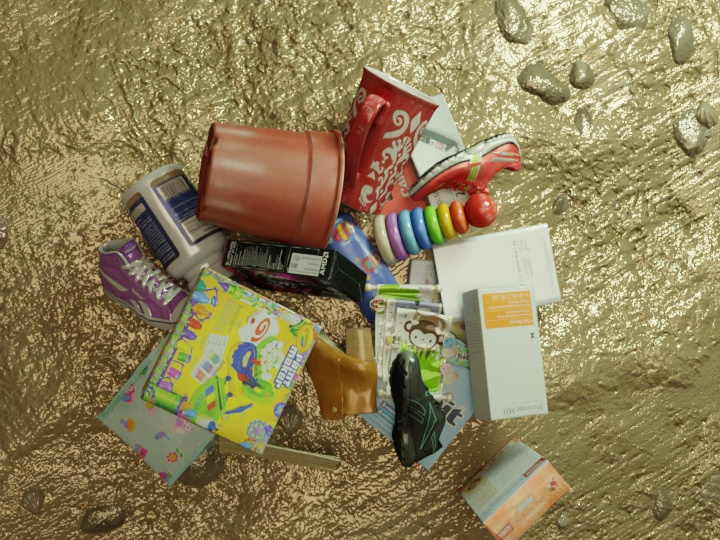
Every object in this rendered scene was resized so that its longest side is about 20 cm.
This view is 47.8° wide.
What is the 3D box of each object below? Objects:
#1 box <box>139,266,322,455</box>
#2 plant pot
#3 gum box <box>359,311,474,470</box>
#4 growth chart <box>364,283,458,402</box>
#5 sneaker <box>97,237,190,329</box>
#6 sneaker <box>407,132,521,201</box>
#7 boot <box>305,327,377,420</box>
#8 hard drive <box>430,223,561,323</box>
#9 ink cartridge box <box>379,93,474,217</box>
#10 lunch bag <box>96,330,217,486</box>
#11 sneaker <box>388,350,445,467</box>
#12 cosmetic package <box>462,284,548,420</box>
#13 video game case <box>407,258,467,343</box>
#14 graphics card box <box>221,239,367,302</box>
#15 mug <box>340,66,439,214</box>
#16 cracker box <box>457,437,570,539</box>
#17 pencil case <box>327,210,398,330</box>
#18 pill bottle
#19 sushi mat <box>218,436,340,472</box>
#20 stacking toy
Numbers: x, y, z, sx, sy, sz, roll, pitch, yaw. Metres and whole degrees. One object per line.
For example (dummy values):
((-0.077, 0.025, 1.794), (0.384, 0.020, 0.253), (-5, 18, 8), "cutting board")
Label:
((-0.189, 0.128, 1.188), (0.191, 0.122, 0.202), (28, 83, -11), "box")
((-0.145, -0.134, 1.247), (0.192, 0.200, 0.204), (9, 87, -17), "plant pot")
((0.106, 0.194, 1.333), (0.169, 0.045, 0.201), (38, 94, -5), "gum box")
((0.084, 0.115, 1.292), (0.142, 0.018, 0.204), (-5, 98, -1), "growth chart")
((-0.332, 0.015, 1.259), (0.198, 0.116, 0.073), (20, 42, 20), "sneaker")
((0.173, -0.152, 1.311), (0.198, 0.077, 0.086), (-26, 95, -5), "sneaker")
((-0.066, 0.164, 1.300), (0.198, 0.071, 0.147), (-1, 90, 24), "boot")
((0.224, 0.005, 1.350), (0.197, 0.027, 0.134), (-10, 89, -4), "hard drive")
((0.094, -0.170, 1.363), (0.171, 0.044, 0.203), (-22, 90, -6), "ink cartridge box")
((-0.284, 0.202, 1.287), (0.170, 0.122, 0.200), (42, 92, 0), "lunch bag")
((0.089, 0.210, 1.271), (0.078, 0.076, 0.203), (-9, 118, -12), "sneaker")
((0.227, 0.129, 1.282), (0.100, 0.071, 0.204), (-4, 84, -14), "cosmetic package")
((0.172, 0.082, 1.368), (0.196, 0.023, 0.185), (6, 88, -4), "video game case")
((-0.102, 0.000, 1.261), (0.197, 0.125, 0.052), (5, 74, 25), "graphics card box")
((0.010, -0.205, 1.282), (0.133, 0.176, 0.202), (40, 112, 38), "mug")
((0.235, 0.344, 1.274), (0.134, 0.200, 0.058), (-42, 91, -4), "cracker box")
((0.000, 0.000, 1.333), (0.078, 0.087, 0.201), (-35, 92, -30), "pencil case")
((-0.283, -0.059, 1.300), (0.110, 0.111, 0.201), (-34, 90, -4), "pill bottle")
((-0.132, 0.295, 1.307), (0.197, 0.096, 0.012), (12, 63, -3), "sushi mat")
((0.123, -0.077, 1.309), (0.197, 0.085, 0.087), (-18, 89, 13), "stacking toy")
